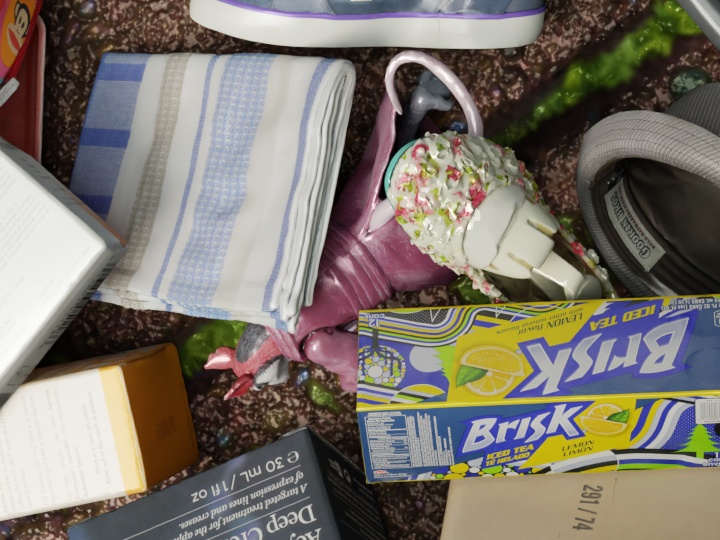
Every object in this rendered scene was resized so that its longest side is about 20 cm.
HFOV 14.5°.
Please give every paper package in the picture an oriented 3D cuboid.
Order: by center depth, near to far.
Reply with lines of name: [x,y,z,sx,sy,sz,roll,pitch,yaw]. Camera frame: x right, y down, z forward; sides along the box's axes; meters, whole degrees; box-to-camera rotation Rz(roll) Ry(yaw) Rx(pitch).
paper package: [0.136,0.164,1.474,0.189,0.200,0.104,0,123,10]

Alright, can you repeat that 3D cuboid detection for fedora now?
fedora: [0.211,-0.026,1.486,0.199,0.177,0.090,33,62,24]

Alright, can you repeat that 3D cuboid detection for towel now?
towel: [-0.089,-0.048,1.533,0.199,0.024,0.148,7,81,43]

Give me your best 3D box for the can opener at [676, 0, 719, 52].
can opener: [0.189,-0.155,1.512,0.053,0.067,0.200,-40,86,12]

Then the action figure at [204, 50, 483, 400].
action figure: [0.000,0.000,1.521,0.200,0.149,0.134,-43,82,-9]

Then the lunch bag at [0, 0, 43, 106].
lunch bag: [-0.276,-0.155,1.557,0.198,0.082,0.177,8,62,12]

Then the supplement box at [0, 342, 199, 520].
supplement box: [-0.203,0.098,1.577,0.198,0.126,0.074,-12,92,10]

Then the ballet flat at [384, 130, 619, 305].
ballet flat: [0.085,-0.014,1.483,0.064,0.200,0.076,31,87,37]

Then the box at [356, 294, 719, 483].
box: [0.099,0.061,1.472,0.198,0.070,0.065,-2,139,5]

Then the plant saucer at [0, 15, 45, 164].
plant saucer: [-0.273,-0.049,1.620,0.198,0.037,0.202,2,93,10]

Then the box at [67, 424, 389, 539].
box: [-0.050,0.210,1.502,0.148,0.107,0.201,-24,64,11]

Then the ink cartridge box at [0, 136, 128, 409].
ink cartridge box: [-0.247,-0.015,1.499,0.200,0.050,0.162,41,97,11]

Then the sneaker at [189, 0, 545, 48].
sneaker: [0.008,-0.198,1.526,0.198,0.081,0.148,3,107,4]
